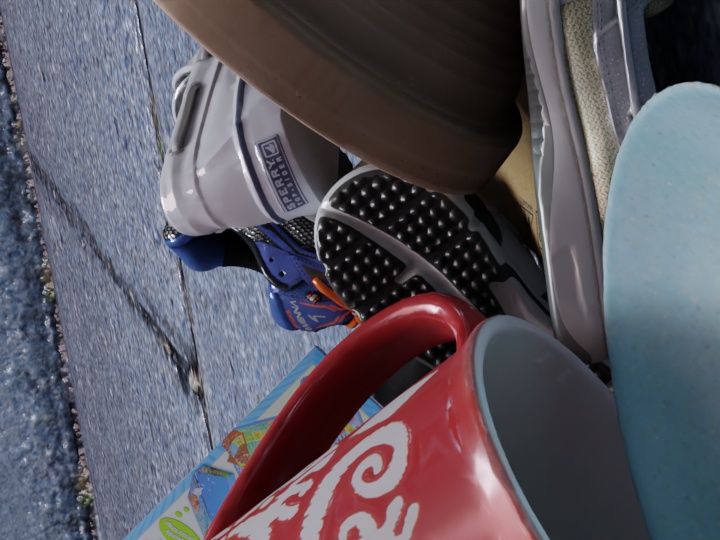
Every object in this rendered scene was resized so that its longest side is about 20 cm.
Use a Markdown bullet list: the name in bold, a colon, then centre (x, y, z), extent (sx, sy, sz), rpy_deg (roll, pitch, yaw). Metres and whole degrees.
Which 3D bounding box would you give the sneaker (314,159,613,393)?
- **sneaker**: centre (0.062, 0.031, 0.853), extent (0.200, 0.074, 0.080), rpy_deg (54, -165, -12)

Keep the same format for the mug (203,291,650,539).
- **mug**: centre (0.006, 0.116, 0.748), extent (0.134, 0.200, 0.178), rpy_deg (49, -159, -12)

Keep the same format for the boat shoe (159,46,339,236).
- **boat shoe**: centre (-0.045, -0.074, 0.904), extent (0.200, 0.065, 0.074), rpy_deg (-78, -33, -67)

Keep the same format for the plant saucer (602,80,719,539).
- **plant saucer**: centre (0.122, 0.045, 0.600), extent (0.201, 0.039, 0.202), rpy_deg (167, 90, -77)

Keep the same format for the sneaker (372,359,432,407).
- **sneaker**: centre (0.048, 0.044, 0.994), extent (0.071, 0.099, 0.200), rpy_deg (101, -176, -53)

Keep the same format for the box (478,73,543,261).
- **box**: centre (0.060, -0.093, 0.902), extent (0.200, 0.021, 0.164), rpy_deg (-132, 33, -64)

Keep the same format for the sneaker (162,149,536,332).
- **sneaker**: centre (0.000, 0.000, 0.945), extent (0.200, 0.079, 0.075), rpy_deg (25, 158, 31)

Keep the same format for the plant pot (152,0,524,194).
- **plant pot**: centre (-0.005, -0.126, 0.809), extent (0.093, 0.201, 0.201), rpy_deg (-50, 39, 18)

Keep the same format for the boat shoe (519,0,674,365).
- **boat shoe**: centre (0.088, -0.069, 0.756), extent (0.074, 0.065, 0.203), rpy_deg (-64, -31, -79)

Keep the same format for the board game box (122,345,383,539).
- **board game box**: centre (-0.004, 0.133, 0.846), extent (0.200, 0.134, 0.034), rpy_deg (42, 174, 43)
